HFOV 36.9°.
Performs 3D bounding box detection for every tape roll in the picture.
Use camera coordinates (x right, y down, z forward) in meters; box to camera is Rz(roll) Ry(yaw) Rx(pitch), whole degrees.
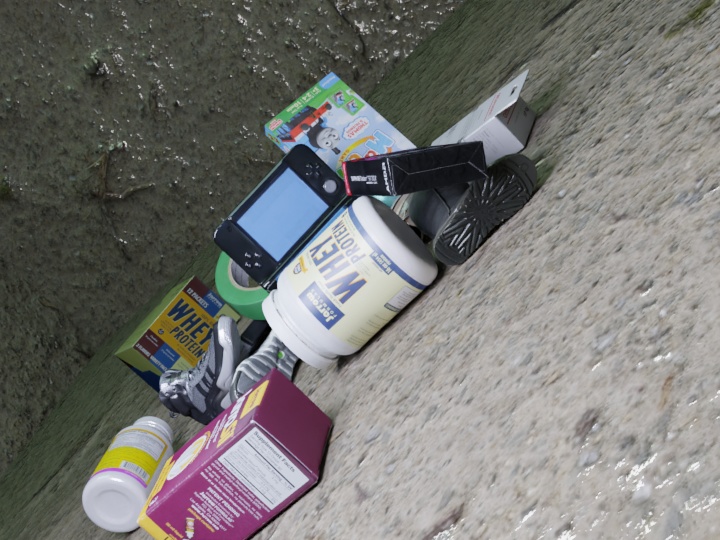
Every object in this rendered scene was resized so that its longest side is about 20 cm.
[{"bbox_3d":[-0.132,-0.019,1.676,0.200,0.048,0.201,-22,45,24],"label":"tape roll"}]

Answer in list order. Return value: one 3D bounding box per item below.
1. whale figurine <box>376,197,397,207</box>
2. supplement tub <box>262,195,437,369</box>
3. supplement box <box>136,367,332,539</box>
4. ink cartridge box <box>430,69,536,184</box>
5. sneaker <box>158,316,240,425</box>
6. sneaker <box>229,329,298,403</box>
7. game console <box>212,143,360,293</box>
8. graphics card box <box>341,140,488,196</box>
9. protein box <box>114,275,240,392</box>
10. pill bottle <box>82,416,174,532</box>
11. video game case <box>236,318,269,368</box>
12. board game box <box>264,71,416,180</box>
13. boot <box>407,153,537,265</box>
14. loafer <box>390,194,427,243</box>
[{"bbox_3d":[0.077,-0.117,1.686,0.200,0.104,0.159,-27,-28,-40],"label":"whale figurine"},{"bbox_3d":[-0.015,0.017,1.397,0.200,0.145,0.145,-44,12,13],"label":"supplement tub"},{"bbox_3d":[-0.141,0.229,1.231,0.200,0.103,0.131,-41,11,19],"label":"supplement box"},{"bbox_3d":[0.186,-0.197,1.592,0.200,0.067,0.116,-35,16,35],"label":"ink cartridge box"},{"bbox_3d":[-0.240,0.152,1.601,0.076,0.114,0.200,-85,2,-58],"label":"sneaker"},{"bbox_3d":[-0.151,0.164,1.592,0.116,0.075,0.200,-47,2,36],"label":"sneaker"},{"bbox_3d":[-0.085,-0.060,1.552,0.200,0.171,0.118,-47,12,-6],"label":"game console"},{"bbox_3d":[0.063,-0.126,1.348,0.125,0.051,0.200,-11,8,-15],"label":"graphics card box"},{"bbox_3d":[-0.394,0.141,2.313,0.200,0.135,0.199,-52,12,-22],"label":"protein box"},{"bbox_3d":[-0.354,0.311,1.690,0.104,0.104,0.200,-41,12,21],"label":"pill bottle"},{"bbox_3d":[-0.182,0.128,1.742,0.181,0.025,0.200,-58,-2,30],"label":"video game case"},{"bbox_3d":[-0.032,-0.209,1.742,0.151,0.200,0.037,-41,-17,-16],"label":"board game box"},{"bbox_3d":[0.140,-0.102,1.416,0.182,0.073,0.200,-44,14,12],"label":"boot"},{"bbox_3d":[0.065,-0.044,1.545,0.063,0.072,0.200,7,59,53],"label":"loafer"}]
